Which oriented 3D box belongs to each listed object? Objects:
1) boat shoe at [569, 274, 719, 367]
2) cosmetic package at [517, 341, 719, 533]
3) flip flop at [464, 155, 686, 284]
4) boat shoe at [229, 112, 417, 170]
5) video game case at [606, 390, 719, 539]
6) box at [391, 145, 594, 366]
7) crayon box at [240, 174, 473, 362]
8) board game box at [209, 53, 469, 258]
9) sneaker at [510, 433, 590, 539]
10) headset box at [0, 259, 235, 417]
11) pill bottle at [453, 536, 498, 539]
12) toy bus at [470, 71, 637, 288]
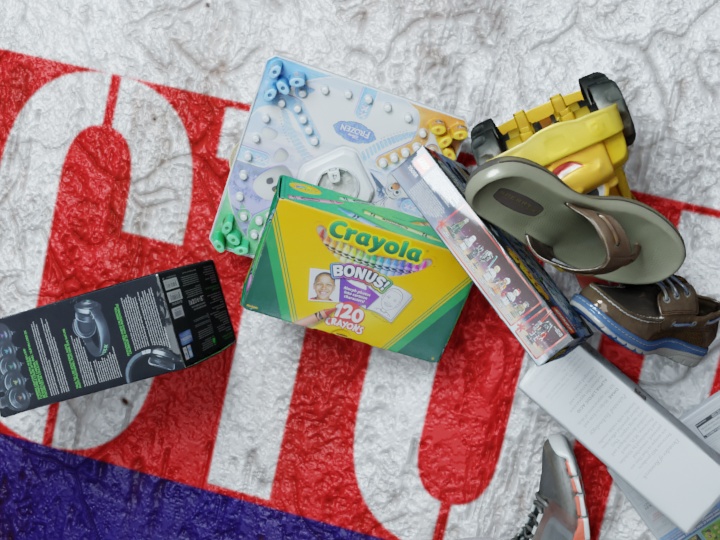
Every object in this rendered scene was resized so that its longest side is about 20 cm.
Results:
[{"bbox_3d":[0.261,0.031,0.957,0.072,0.200,0.073,44,109,39],"label":"boat shoe"},{"bbox_3d":[0.245,0.143,0.992,0.200,0.102,0.074,40,99,11],"label":"cosmetic package"},{"bbox_3d":[0.172,-0.029,0.849,0.199,0.058,0.081,23,129,-24],"label":"flip flop"},{"bbox_3d":[-0.038,-0.125,1.042,0.199,0.065,0.073,-11,93,10],"label":"boat shoe"},{"bbox_3d":[0.356,0.234,1.036,0.143,0.018,0.200,-36,88,10],"label":"video game case"},{"bbox_3d":[0.116,-0.012,0.911,0.040,0.137,0.200,-39,76,14],"label":"box"},{"bbox_3d":[0.000,0.000,1.002,0.199,0.058,0.119,16,115,-10],"label":"crayon box"},{"bbox_3d":[-0.022,-0.079,1.010,0.199,0.026,0.201,17,114,-11],"label":"board game box"},{"bbox_3d":[0.182,0.260,1.036,0.081,0.077,0.201,-5,94,11],"label":"sneaker"},{"bbox_3d":[-0.246,0.064,1.036,0.199,0.174,0.093,-15,92,9],"label":"headset box"},{"bbox_3d":[0.114,0.374,1.038,0.113,0.113,0.201,-14,93,10],"label":"pill bottle"},{"bbox_3d":[0.191,-0.062,0.952,0.135,0.200,0.193,-21,99,11],"label":"toy bus"}]
